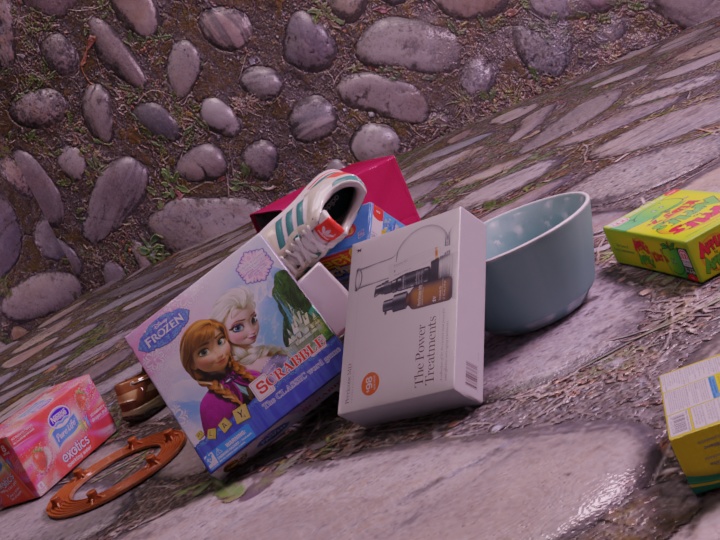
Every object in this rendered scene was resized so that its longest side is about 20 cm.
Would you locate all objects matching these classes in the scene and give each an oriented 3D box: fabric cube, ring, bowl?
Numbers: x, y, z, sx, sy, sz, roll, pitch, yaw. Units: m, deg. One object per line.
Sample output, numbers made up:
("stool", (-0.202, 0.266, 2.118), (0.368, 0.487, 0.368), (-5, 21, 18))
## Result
("fabric cube", (-0.027, -0.045, 1.660), (0.199, 0.201, 0.196), (-27, 10, -19))
("ring", (-0.320, 0.258, 1.377), (0.200, 0.019, 0.200), (-25, 11, 5))
("bowl", (0.183, 0.001, 1.184), (0.200, 0.105, 0.201), (-26, 11, 5))

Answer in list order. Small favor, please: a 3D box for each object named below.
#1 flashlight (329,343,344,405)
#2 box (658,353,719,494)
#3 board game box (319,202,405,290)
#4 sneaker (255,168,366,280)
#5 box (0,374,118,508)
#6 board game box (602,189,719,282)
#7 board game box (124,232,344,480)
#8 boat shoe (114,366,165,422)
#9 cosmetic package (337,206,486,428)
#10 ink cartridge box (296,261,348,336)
("flashlight", (0.004, 0.092, 1.278), (0.068, 0.068, 0.200), (-25, 11, 22))
("box", (0.304, 0.074, 0.703), (0.199, 0.049, 0.117), (-25, 10, 19))
("board game box", (0.000, 0.000, 1.418), (0.199, 0.195, 0.056), (-18, 55, 38))
("sneaker", (-0.066, -0.042, 1.276), (0.200, 0.070, 0.093), (-50, 20, -11))
("box", (-0.462, 0.246, 1.542), (0.094, 0.103, 0.200), (-21, 11, 27))
("board game box", (0.353, -0.042, 1.142), (0.101, 0.048, 0.200), (-27, 10, -7))
("board game box", (-0.134, 0.093, 1.184), (0.200, 0.200, 0.041), (-38, -24, -2))
("boat shoe", (-0.308, 0.161, 1.663), (0.075, 0.074, 0.200), (-18, 14, 37))
("cosmetic package", (0.054, 0.050, 1.087), (0.150, 0.052, 0.201), (-20, 54, 39))
("ink cartridge box", (-0.094, 0.088, 1.288), (0.200, 0.084, 0.146), (-43, -1, -4))
